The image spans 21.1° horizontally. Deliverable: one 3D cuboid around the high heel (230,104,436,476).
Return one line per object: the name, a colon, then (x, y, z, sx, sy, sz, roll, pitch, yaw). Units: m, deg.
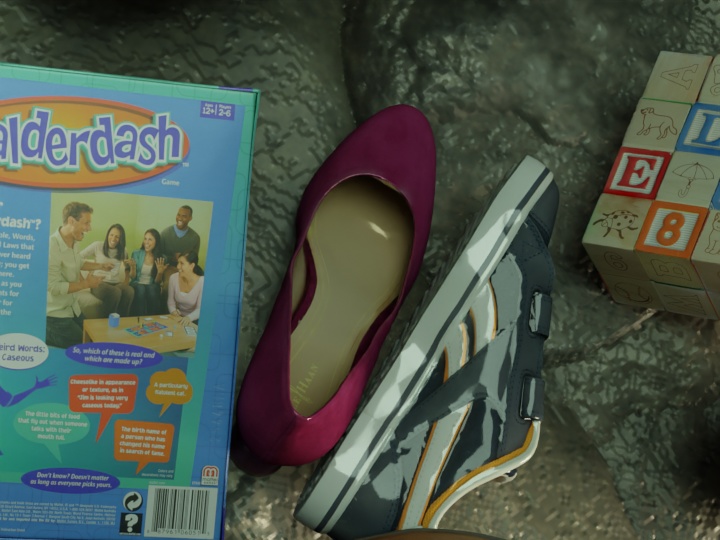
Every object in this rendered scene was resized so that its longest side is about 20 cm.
high heel: (0.000, 0.000, 0.874, 0.067, 0.096, 0.200, 23, 69, -9)

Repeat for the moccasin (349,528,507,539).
moccasin: (-0.011, 0.154, 0.813, 0.201, 0.074, 0.078, 0, 31, -9)

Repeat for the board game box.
board game box: (-0.127, 0.014, 0.826, 0.152, 0.045, 0.200, 5, 90, -19)

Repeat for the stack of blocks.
stack of blocks: (0.219, -0.031, 0.907, 0.200, 0.059, 0.115, 11, 64, 32)

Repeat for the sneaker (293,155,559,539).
sneaker: (0.052, 0.047, 0.888, 0.079, 0.078, 0.200, 31, 79, -1)
